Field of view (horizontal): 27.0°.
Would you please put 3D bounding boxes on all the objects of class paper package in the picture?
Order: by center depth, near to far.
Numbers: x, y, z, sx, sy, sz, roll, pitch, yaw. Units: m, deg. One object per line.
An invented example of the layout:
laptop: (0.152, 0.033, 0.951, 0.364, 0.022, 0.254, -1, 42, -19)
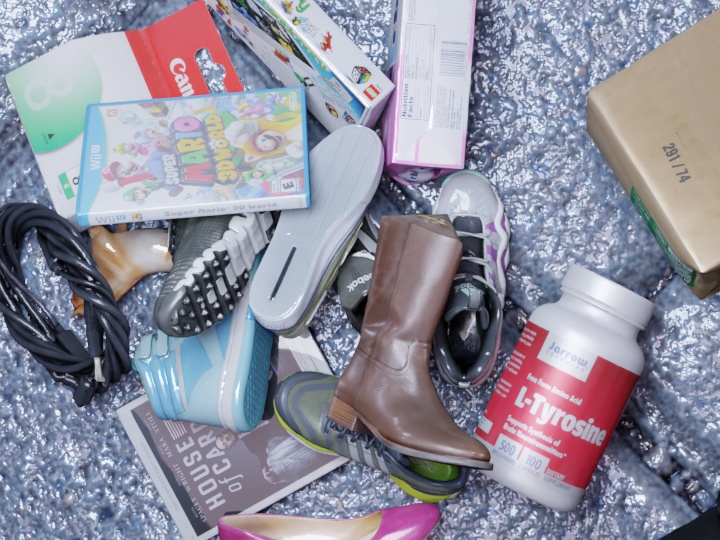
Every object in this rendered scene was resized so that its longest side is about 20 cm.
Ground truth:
paper package: (0.321, -0.110, 1.313, 0.190, 0.103, 0.201, -31, 71, 4)

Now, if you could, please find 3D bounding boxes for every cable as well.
cable: (-0.280, 0.022, 1.364, 0.051, 0.163, 0.201, -25, 78, -35)

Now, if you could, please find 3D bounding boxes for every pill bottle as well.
pill bottle: (0.183, 0.103, 1.339, 0.112, 0.112, 0.201, 25, 92, 4)

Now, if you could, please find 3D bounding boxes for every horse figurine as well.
horse figurine: (-0.192, -0.038, 1.402, 0.198, 0.050, 0.134, -12, 81, 7)

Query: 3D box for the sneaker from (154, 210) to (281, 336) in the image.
sneaker: (-0.137, -0.019, 1.307, 0.090, 0.067, 0.201, 10, 47, 26)

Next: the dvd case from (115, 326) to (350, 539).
dvd case: (-0.109, 0.148, 1.406, 0.199, 0.025, 0.151, -29, 87, 3)

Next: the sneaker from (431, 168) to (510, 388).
sneaker: (0.098, 0.007, 1.332, 0.077, 0.140, 0.202, -3, 90, 4)

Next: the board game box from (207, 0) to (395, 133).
board game box: (-0.058, -0.206, 1.353, 0.035, 0.126, 0.200, -42, 87, -16)

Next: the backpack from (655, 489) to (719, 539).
backpack: (0.322, 0.295, 1.289, 0.200, 0.191, 0.154, -38, 103, 3)

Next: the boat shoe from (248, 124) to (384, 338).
boat shoe: (-0.038, -0.034, 1.319, 0.072, 0.062, 0.201, 24, 75, 18)

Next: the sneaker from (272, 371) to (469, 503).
sneaker: (0.016, 0.144, 1.348, 0.199, 0.081, 0.074, 24, 75, -7)

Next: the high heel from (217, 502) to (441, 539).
high heel: (-0.030, 0.233, 1.373, 0.199, 0.067, 0.096, -23, 107, 16)

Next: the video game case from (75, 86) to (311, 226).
video game case: (-0.145, -0.102, 1.312, 0.198, 0.018, 0.144, -5, 48, 0)

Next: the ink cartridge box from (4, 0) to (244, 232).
ink cartridge box: (-0.211, -0.151, 1.385, 0.199, 0.050, 0.162, -27, 71, 6)

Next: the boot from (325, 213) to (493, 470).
boot: (0.062, 0.052, 1.252, 0.186, 0.064, 0.201, 18, 88, 40)

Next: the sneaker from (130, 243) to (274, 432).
sneaker: (-0.146, 0.048, 1.372, 0.130, 0.080, 0.201, -1, 61, 18)

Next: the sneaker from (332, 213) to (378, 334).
sneaker: (0.000, 0.000, 1.365, 0.066, 0.090, 0.201, -33, 87, 3)

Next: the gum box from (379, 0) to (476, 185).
gum box: (0.059, -0.178, 1.346, 0.066, 0.113, 0.202, 4, 90, -5)
